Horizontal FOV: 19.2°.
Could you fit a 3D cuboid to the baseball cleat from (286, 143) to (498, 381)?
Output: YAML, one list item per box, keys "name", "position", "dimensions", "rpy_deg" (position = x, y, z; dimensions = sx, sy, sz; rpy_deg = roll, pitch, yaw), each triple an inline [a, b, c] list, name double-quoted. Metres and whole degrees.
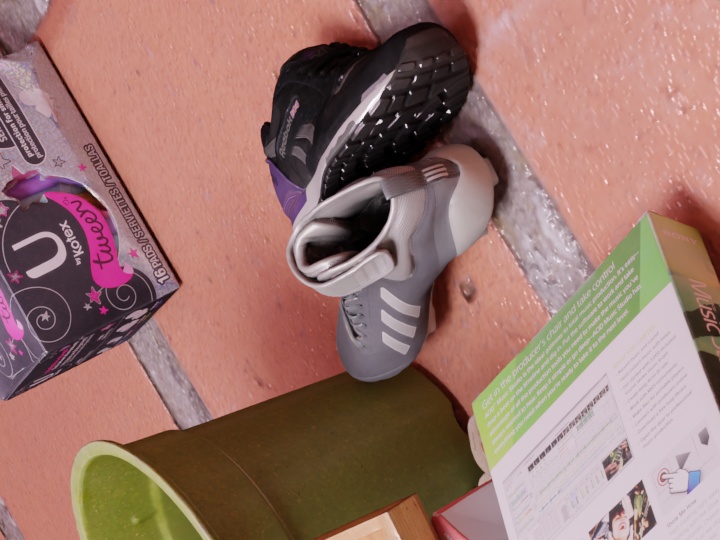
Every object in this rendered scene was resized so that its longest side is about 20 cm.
- name: "baseball cleat"
  position: [0.000, 0.000, 1.122]
  dimensions: [0.070, 0.106, 0.200]
  rpy_deg: [63, 149, 27]

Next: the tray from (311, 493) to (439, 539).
- name: "tray"
  position: [0.028, 0.219, 1.031]
  dimensions: [0.098, 0.037, 0.201]
  rpy_deg: [-28, 88, 31]

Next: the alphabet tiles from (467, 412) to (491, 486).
- name: "alphabet tiles"
  position: [0.134, 0.151, 1.128]
  dimensions: [0.195, 0.015, 0.201]
  rpy_deg: [21, 132, 47]

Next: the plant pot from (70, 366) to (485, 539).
- name: "plant pot"
  position: [-0.031, 0.146, 1.210]
  dimensions: [0.200, 0.190, 0.201]
  rpy_deg: [39, 144, 36]

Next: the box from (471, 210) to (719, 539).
- name: "box"
  position: [0.121, 0.093, 0.932]
  dimensions: [0.144, 0.036, 0.200]
  rpy_deg: [-50, 38, 34]

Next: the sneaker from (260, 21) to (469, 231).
- name: "sneaker"
  position: [-0.013, -0.087, 1.106]
  dimensions: [0.088, 0.076, 0.200]
  rpy_deg: [61, 152, 14]

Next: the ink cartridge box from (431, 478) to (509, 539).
- name: "ink cartridge box"
  position: [0.095, 0.208, 1.063]
  dimensions: [0.116, 0.067, 0.201]
  rpy_deg: [39, 143, 38]

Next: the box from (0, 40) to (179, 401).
- name: "box"
  position: [-0.236, -0.032, 1.467]
  dimensions: [0.200, 0.115, 0.132]
  rpy_deg: [59, 152, 5]
